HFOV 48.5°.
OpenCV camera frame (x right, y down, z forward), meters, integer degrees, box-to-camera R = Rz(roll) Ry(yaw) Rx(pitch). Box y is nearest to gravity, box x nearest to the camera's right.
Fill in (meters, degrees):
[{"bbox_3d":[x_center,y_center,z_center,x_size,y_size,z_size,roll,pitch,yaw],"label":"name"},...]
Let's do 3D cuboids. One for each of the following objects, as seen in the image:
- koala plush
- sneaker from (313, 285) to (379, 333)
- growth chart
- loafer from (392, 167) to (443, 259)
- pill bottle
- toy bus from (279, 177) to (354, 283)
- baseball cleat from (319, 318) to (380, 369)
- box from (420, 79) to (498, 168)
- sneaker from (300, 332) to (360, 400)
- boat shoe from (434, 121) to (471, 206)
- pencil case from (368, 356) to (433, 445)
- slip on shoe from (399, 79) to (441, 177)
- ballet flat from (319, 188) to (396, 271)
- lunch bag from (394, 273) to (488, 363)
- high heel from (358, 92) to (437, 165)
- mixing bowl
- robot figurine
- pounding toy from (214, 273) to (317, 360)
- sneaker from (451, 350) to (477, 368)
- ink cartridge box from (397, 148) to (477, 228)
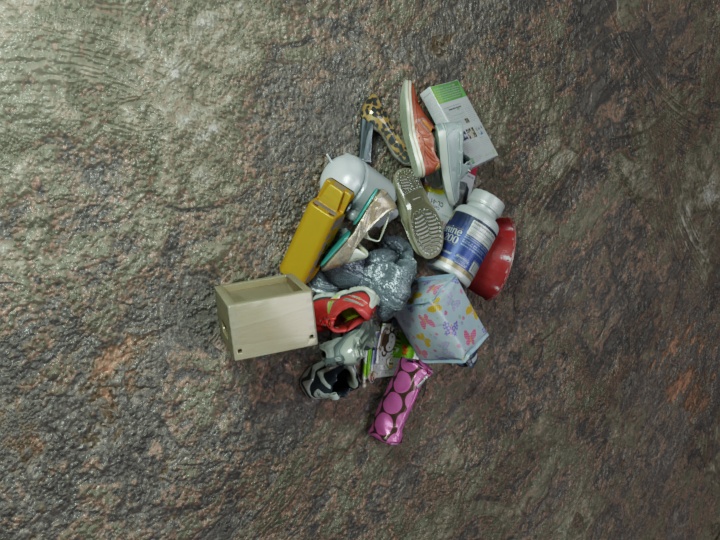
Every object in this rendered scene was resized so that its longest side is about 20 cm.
[{"bbox_3d":[0.000,0.000,1.651,0.197,0.184,0.180,24,103,-15],"label":"koala plush"},{"bbox_3d":[-0.053,0.090,1.589,0.077,0.198,0.086,49,39,-23],"label":"sneaker"},{"bbox_3d":[0.074,0.181,1.835,0.198,0.018,0.148,-6,100,-42],"label":"growth chart"},{"bbox_3d":[0.121,-0.119,1.717,0.074,0.068,0.203,-15,80,-14],"label":"loafer"},{"bbox_3d":[0.237,-0.074,1.767,0.111,0.110,0.202,36,80,-39],"label":"pill bottle"},{"bbox_3d":[-0.085,-0.077,1.555,0.202,0.065,0.078,-63,169,26],"label":"toy bus"},{"bbox_3d":[-0.027,0.142,1.608,0.200,0.104,0.071,-33,112,-74],"label":"baseball cleat"},{"bbox_3d":[0.224,-0.327,1.803,0.144,0.036,0.203,-27,90,-52],"label":"box"},{"bbox_3d":[-0.025,0.193,1.671,0.199,0.128,0.080,-44,124,-28],"label":"sneaker"},{"bbox_3d":[0.203,-0.226,1.702,0.070,0.071,0.203,-12,131,1],"label":"boat shoe"},{"bbox_3d":[0.093,0.297,1.803,0.090,0.093,0.203,22,90,-46],"label":"pencil case"},{"bbox_3d":[0.122,-0.295,1.656,0.060,0.074,0.204,-13,86,-9],"label":"slip on shoe"},{"bbox_3d":[0.001,-0.064,1.557,0.067,0.068,0.201,36,100,-8],"label":"ballet flat"},{"bbox_3d":[0.156,0.105,1.759,0.127,0.199,0.171,-42,108,-33],"label":"lunch bag"},{"bbox_3d":[0.092,-0.300,1.707,0.196,0.071,0.146,2,101,-17],"label":"high heel"},{"bbox_3d":[0.276,-0.040,1.890,0.106,0.200,0.204,14,87,-10],"label":"mixing bowl"},{"bbox_3d":[-0.005,-0.162,1.643,0.199,0.112,0.172,31,39,-40],"label":"robot figurine"},{"bbox_3d":[-0.168,0.095,1.499,0.181,0.200,0.145,-10,104,-17],"label":"pounding toy"},{"bbox_3d":[0.222,0.188,1.931,0.198,0.069,0.111,-7,100,-46],"label":"sneaker"},{"bbox_3d":[0.180,-0.186,1.827,0.146,0.085,0.204,17,84,-42],"label":"ink cartridge box"}]
